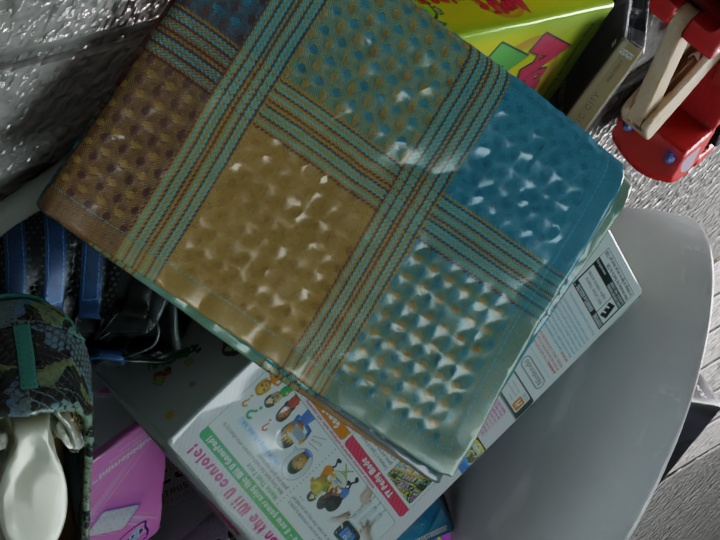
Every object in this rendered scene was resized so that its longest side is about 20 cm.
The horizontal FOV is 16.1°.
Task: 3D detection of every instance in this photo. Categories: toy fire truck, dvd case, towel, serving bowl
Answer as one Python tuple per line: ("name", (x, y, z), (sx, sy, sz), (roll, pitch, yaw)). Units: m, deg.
("toy fire truck", (0.177, -0.112, 1.347), (0.141, 0.049, 0.201), (-38, 162, -43))
("dvd case", (0.077, -0.053, 1.236), (0.200, 0.016, 0.149), (-55, -174, 22))
("towel", (-0.005, -0.030, 0.957), (0.147, 0.199, 0.022), (-56, -156, -2))
("serving bowl", (0.088, 0.058, 1.179), (0.200, 0.065, 0.201), (-158, -90, -79))

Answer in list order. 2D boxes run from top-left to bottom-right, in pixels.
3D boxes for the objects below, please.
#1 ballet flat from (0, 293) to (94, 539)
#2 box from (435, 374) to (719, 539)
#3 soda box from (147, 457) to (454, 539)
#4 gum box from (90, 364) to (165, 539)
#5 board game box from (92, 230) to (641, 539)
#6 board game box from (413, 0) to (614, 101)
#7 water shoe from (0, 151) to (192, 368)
("ballet flat", (-0.131, 0.104, 0.950), (0.074, 0.074, 0.201), (-31, 139, -36))
("box", (0.083, 0.102, 1.358), (0.199, 0.036, 0.143), (9, 127, -41))
("soda box", (-0.062, 0.120, 1.179), (0.199, 0.069, 0.064), (-25, 135, 6))
("gum box", (-0.175, 0.117, 1.059), (0.200, 0.066, 0.114), (-36, 157, -27))
("board game box", (0.008, 0.025, 1.049), (0.200, 0.064, 0.148), (-44, 137, -9))
("board game box", (0.022, -0.082, 1.104), (0.200, 0.048, 0.102), (-18, 147, -54))
("water shoe", (-0.105, 0.007, 0.965), (0.200, 0.079, 0.072), (-42, 161, -11))
